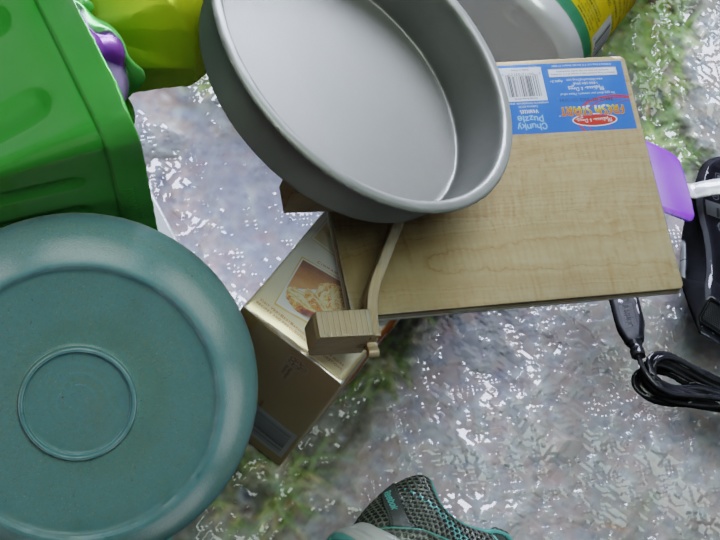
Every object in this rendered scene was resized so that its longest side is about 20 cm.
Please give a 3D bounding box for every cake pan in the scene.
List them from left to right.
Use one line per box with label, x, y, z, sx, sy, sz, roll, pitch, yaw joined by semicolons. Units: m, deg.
cake pan;-0.006;-0.109;1.263;0.200;0.037;0.200;24;46;-27

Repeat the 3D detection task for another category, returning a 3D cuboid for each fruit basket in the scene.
fruit basket;-0.137;-0.109;1.285;0.215;0.216;0.156;-21;73;-22

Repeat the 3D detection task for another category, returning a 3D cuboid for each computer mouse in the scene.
computer mouse;0.212;0.013;1.479;0.140;0.046;0.200;11;57;-22

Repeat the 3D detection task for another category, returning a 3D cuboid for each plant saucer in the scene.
plant saucer;-0.153;0.069;1.260;0.200;0.027;0.200;-2;105;-8

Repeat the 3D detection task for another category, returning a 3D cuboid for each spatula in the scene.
spatula;0.246;-0.051;1.493;0.200;0.021;0.057;7;55;-26

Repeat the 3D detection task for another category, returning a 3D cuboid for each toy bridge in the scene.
toy bridge;-0.009;-0.045;1.277;0.067;0.027;0.200;-3;66;-18

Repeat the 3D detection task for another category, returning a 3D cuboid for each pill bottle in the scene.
pill bottle;0.142;-0.217;1.535;0.113;0.113;0.200;38;64;3

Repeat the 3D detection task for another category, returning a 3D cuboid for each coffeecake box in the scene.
coffeecake box;0.000;0.000;1.381;0.073;0.154;0.200;38;63;2

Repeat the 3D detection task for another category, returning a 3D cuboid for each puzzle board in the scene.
puzzle board;0.074;-0.048;1.327;0.200;0.017;0.151;-5;68;-18

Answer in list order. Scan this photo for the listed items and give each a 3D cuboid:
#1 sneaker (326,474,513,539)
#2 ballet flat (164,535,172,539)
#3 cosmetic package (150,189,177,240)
sneaker;0.077;0.194;1.367;0.200;0.078;0.091;40;51;-3
ballet flat;-0.132;0.094;1.324;0.071;0.069;0.200;11;93;-21
cosmetic package;-0.185;-0.040;1.395;0.102;0.074;0.200;-21;73;-23
